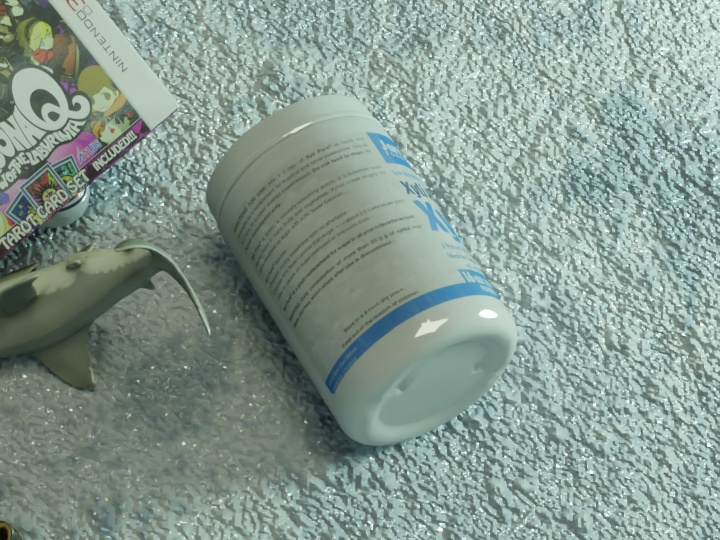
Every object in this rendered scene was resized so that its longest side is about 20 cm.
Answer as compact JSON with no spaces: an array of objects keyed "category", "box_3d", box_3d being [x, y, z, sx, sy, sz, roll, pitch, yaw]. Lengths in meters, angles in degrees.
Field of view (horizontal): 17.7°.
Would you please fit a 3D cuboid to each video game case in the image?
[{"category":"video game case","box_3d":[-0.245,-0.114,1.485,0.200,0.036,0.181,-42,100,-22]}]

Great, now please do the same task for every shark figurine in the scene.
[{"category":"shark figurine","box_3d":[-0.173,0.031,1.439,0.090,0.214,0.128,69,24,-8]}]

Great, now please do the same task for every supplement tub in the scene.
[{"category":"supplement tub","box_3d":[0.000,0.000,1.490,0.132,0.132,0.200,-18,61,-27]}]

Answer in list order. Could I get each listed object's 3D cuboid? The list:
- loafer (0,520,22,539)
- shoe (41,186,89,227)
[{"category":"loafer","box_3d":[-0.272,0.203,1.293,0.073,0.072,0.200,41,54,15]},{"category":"shoe","box_3d":[-0.252,-0.120,1.538,0.071,0.091,0.200,-32,67,-33]}]
